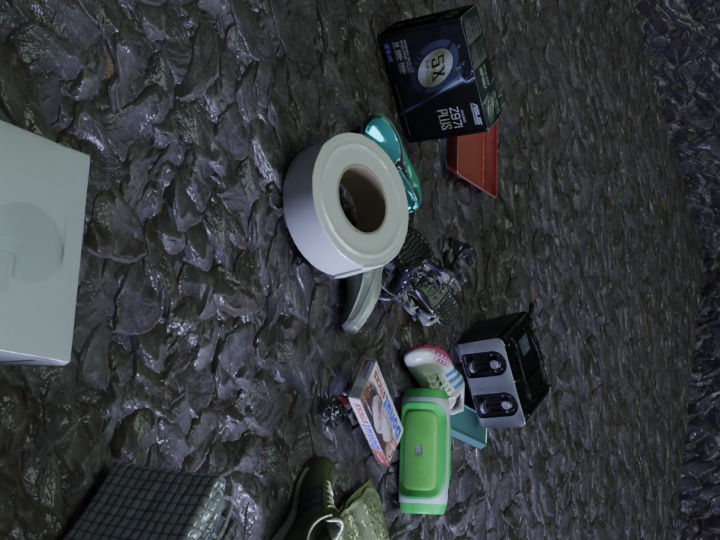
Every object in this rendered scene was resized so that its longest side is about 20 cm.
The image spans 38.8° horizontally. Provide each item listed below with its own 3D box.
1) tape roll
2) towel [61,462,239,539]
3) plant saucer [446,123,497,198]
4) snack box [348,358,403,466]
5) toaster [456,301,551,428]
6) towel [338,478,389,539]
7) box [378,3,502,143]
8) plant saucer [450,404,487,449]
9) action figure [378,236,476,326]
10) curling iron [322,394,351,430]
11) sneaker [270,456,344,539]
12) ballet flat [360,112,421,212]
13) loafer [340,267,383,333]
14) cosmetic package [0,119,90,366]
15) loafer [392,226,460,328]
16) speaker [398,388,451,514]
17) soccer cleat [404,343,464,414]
[{"bbox_3d":[-0.019,-0.096,1.512,0.200,0.070,0.207,15,68,-43],"label":"tape roll"},{"bbox_3d":[-0.230,0.302,1.048,0.202,0.163,0.087,-62,141,-41],"label":"towel"},{"bbox_3d":[0.221,-0.263,2.045,0.199,0.036,0.204,20,69,-59],"label":"plant saucer"},{"bbox_3d":[0.026,0.225,1.606,0.202,0.024,0.073,69,36,-48],"label":"snack box"},{"bbox_3d":[0.283,0.187,1.998,0.199,0.117,0.184,-33,109,-57],"label":"toaster"},{"bbox_3d":[0.005,0.440,1.572,0.148,0.036,0.204,-36,117,-55],"label":"towel"},{"bbox_3d":[0.141,-0.340,1.786,0.086,0.161,0.203,-48,128,-51],"label":"box"},{"bbox_3d":[0.200,0.289,1.956,0.199,0.019,0.071,34,58,-55],"label":"plant saucer"},{"bbox_3d":[0.111,0.022,1.667,0.198,0.119,0.103,-29,74,-39],"label":"action figure"},{"bbox_3d":[-0.008,0.214,1.593,0.199,0.025,0.051,7,101,-65],"label":"curling iron"},{"bbox_3d":[-0.055,0.345,1.422,0.068,0.088,0.201,64,36,-30],"label":"sneaker"},{"bbox_3d":[0.048,-0.188,1.716,0.071,0.066,0.202,-95,162,-53],"label":"ballet flat"},{"bbox_3d":[0.000,0.000,1.603,0.069,0.070,0.203,25,63,-19],"label":"loafer"},{"bbox_3d":[-0.359,-0.028,0.902,0.199,0.121,0.204,23,66,-59],"label":"cosmetic package"},{"bbox_3d":[0.098,0.013,1.774,0.073,0.071,0.202,-36,110,-21],"label":"loafer"},{"bbox_3d":[0.107,0.303,1.720,0.088,0.087,0.205,21,68,-58],"label":"speaker"},{"bbox_3d":[0.138,0.194,1.795,0.200,0.069,0.088,40,36,-54],"label":"soccer cleat"}]
